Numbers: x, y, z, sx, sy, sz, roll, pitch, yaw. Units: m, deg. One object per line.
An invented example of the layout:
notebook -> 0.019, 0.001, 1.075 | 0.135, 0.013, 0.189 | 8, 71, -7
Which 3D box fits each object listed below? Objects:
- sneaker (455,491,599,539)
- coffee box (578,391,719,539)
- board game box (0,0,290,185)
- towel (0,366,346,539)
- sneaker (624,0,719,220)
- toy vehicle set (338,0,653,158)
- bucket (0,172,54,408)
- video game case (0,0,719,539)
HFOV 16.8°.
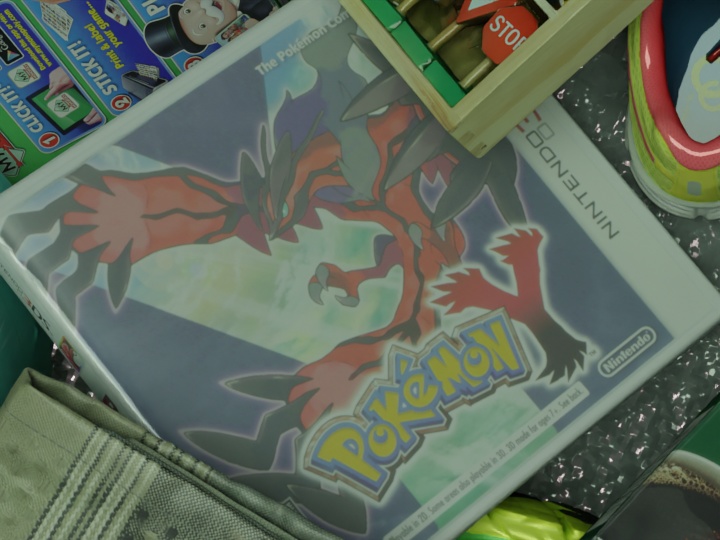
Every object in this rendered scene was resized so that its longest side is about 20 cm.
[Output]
sneaker -> 0.086, 0.134, 0.847 | 0.199, 0.074, 0.084 | 24, 91, 8
coffee box -> 0.180, 0.064, 0.812 | 0.200, 0.044, 0.123 | -43, 82, -15
board game box -> -0.123, -0.120, 0.827 | 0.134, 0.200, 0.029 | -25, 47, 10
towel -> -0.067, 0.155, 0.774 | 0.192, 0.035, 0.201 | 32, 107, 2
sneaker -> 0.131, -0.118, 0.828 | 0.077, 0.090, 0.202 | 5, 91, 10
toy vehicle set -> 0.027, -0.148, 0.833 | 0.124, 0.026, 0.200 | -43, 57, 7
bucket -> -0.208, 0.044, 0.828 | 0.205, 0.135, 0.209 | -1, 114, -1
video game case -> 0.000, 0.000, 0.831 | 0.199, 0.023, 0.183 | -36, 81, -24
